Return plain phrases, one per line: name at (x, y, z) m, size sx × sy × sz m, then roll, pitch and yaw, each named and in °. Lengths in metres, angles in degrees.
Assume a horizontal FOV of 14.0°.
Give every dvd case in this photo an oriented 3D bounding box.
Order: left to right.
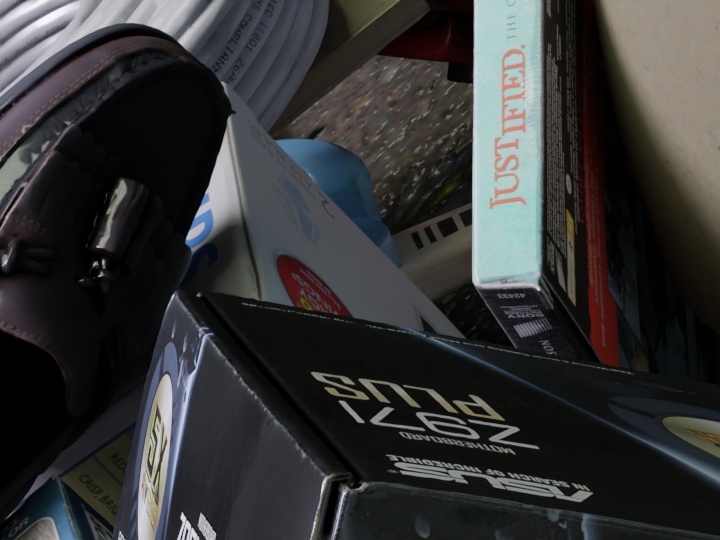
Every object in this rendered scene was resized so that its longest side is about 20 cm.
dvd case at (0.068, -0.015, 0.795) m, size 0.022 × 0.200 × 0.146 m, roll -9°, pitch 61°, yaw 19°

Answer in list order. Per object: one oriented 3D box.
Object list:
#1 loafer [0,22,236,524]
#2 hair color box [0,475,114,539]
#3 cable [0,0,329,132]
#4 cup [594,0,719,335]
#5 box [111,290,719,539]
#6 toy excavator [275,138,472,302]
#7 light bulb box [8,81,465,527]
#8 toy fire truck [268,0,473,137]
loafer at (-0.089, 0.030, 0.698) m, size 0.200 × 0.072 × 0.063 m, roll -52°, pitch 38°, yaw -11°
hair color box at (-0.043, 0.155, 0.736) m, size 0.100 × 0.200 × 0.061 m, roll -41°, pitch 28°, yaw 6°
cable at (-0.103, -0.056, 0.928) m, size 0.200 × 0.069 × 0.200 m, roll -1°, pitch 47°, yaw 47°
cup at (0.144, -0.053, 0.751) m, size 0.200 × 0.200 × 0.143 m, roll -102°, pitch 20°, yaw -58°
box at (0.059, 0.076, 0.606) m, size 0.164 × 0.200 × 0.086 m, roll -138°, pitch 60°, yaw -73°
toy excavator at (0.000, 0.000, 0.967) m, size 0.200 × 0.100 × 0.194 m, roll -27°, pitch 27°, yaw -19°
light bulb box at (-0.051, 0.091, 0.839) m, size 0.200 × 0.198 × 0.125 m, roll -35°, pitch 31°, yaw 15°
toy fire truck at (0.022, -0.097, 1.004) m, size 0.176 × 0.200 × 0.129 m, roll 12°, pitch 98°, yaw 58°
